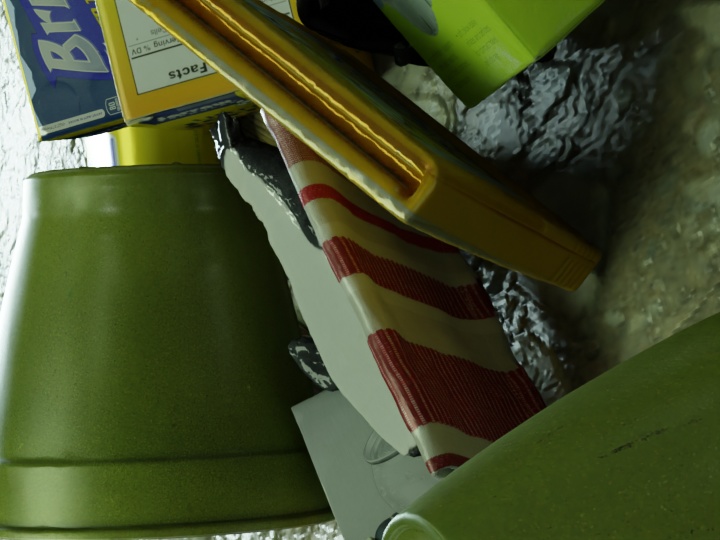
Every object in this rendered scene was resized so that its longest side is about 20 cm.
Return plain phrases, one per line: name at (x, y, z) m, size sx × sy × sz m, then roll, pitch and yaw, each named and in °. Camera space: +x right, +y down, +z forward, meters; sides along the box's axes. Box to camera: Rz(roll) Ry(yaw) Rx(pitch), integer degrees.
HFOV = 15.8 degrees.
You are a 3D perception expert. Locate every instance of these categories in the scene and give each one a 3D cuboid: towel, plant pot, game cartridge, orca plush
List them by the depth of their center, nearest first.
plant pot at (0.115, 0.110, 0.974) m, size 0.187 × 0.200 × 0.187 m, roll 42°, pitch 138°, yaw 53°
game cartridge at (0.007, -0.063, 1.133) m, size 0.176 × 0.200 × 0.032 m, roll 40°, pitch 100°, yaw 25°
towel at (0.030, 0.015, 1.218) m, size 0.023 × 0.144 × 0.200 m, roll -34°, pitch 65°, yaw 20°
orca plush at (0.000, 0.000, 1.311) m, size 0.200 × 0.071 × 0.105 m, roll 47°, pitch 140°, yaw 30°
plant pot at (-0.115, 0.040, 1.396) m, size 0.200 × 0.200 × 0.193 m, roll 178°, pitch 90°, yaw -66°

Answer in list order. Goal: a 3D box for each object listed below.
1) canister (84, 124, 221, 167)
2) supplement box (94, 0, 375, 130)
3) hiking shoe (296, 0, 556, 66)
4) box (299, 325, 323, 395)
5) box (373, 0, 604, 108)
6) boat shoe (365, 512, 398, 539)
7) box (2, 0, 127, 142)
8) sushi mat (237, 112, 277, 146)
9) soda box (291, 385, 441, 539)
canister at (-0.121, -0.088, 1.533) m, size 0.149 × 0.087 × 0.200 m, roll -149°, pitch 52°, yaw -73°
supplement box at (-0.077, -0.181, 1.323) m, size 0.110 × 0.109 × 0.200 m, roll -7°, pitch -97°, yaw -74°
hiking shoe at (0.009, -0.149, 1.203) m, size 0.200 × 0.101 × 0.076 m, roll 41°, pitch 136°, yaw 53°
box at (-0.052, 0.052, 1.520) m, size 0.200 × 0.039 × 0.041 m, roll 36°, pitch 133°, yaw 56°
box at (0.008, -0.163, 1.058) m, size 0.200 × 0.048 × 0.122 m, roll 49°, pitch 169°, yaw -2°
boat shoe at (0.081, 0.144, 1.200) m, size 0.200 × 0.075 × 0.062 m, roll 18°, pitch 84°, yaw 50°
box at (-0.155, -0.172, 1.378) m, size 0.064 × 0.070 × 0.200 m, roll -19°, pitch -86°, yaw -71°
sushi mat at (-0.025, -0.065, 1.433) m, size 0.200 × 0.012 × 0.096 m, roll 34°, pitch 134°, yaw 58°
soda box at (0.036, 0.147, 1.311) m, size 0.200 × 0.068 × 0.063 m, roll 68°, pitch -171°, yaw 23°
